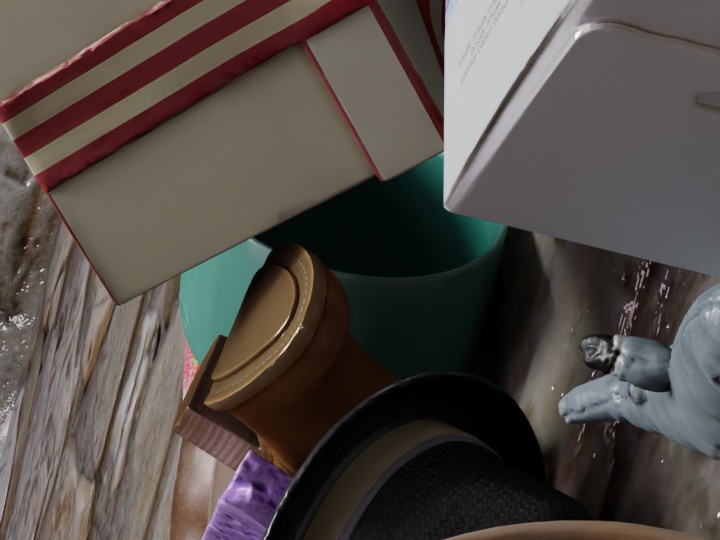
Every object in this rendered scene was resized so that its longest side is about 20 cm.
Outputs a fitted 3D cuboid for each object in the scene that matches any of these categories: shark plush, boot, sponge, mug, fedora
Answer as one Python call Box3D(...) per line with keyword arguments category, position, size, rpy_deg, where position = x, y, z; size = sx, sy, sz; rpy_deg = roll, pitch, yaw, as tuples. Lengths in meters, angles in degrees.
Box3D(category="shark plush", position=(0.113, 0.026, 0.729), size=(0.200, 0.083, 0.092), rpy_deg=(-162, 85, -75))
Box3D(category="boot", position=(0.009, 0.067, 0.939), size=(0.077, 0.154, 0.200), rpy_deg=(-68, 7, -28))
Box3D(category="sponge", position=(-0.018, 0.135, 1.012), size=(0.030, 0.111, 0.200), rpy_deg=(-60, 0, -15))
Box3D(category="mug", position=(0.001, 0.006, 1.086), size=(0.152, 0.184, 0.115), rpy_deg=(50, 137, 43))
Box3D(category="fedora", position=(0.040, 0.145, 0.847), size=(0.091, 0.200, 0.202), rpy_deg=(16, 94, 42))

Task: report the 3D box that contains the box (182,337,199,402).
Box3D(category="box", position=(-0.034, -0.003, 1.277), size=(0.201, 0.095, 0.100), rpy_deg=(118, 158, -45))

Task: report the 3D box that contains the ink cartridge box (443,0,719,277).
Box3D(category="ink cartridge box", position=(0.115, -0.119, 0.720), size=(0.145, 0.144, 0.201), rpy_deg=(122, 156, -53))

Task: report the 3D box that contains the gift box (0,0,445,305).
Box3D(category="gift box", position=(-0.044, -0.104, 0.899), size=(0.186, 0.185, 0.200), rpy_deg=(-26, 20, 18))

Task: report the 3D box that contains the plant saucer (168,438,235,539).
Box3D(category="plant saucer", position=(-0.090, 0.125, 1.504), size=(0.200, 0.034, 0.202), rpy_deg=(-167, 90, -76))

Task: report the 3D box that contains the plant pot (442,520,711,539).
Box3D(category="plant pot", position=(0.063, 0.170, 0.627), size=(0.201, 0.199, 0.093), rpy_deg=(-100, 6, -55))
